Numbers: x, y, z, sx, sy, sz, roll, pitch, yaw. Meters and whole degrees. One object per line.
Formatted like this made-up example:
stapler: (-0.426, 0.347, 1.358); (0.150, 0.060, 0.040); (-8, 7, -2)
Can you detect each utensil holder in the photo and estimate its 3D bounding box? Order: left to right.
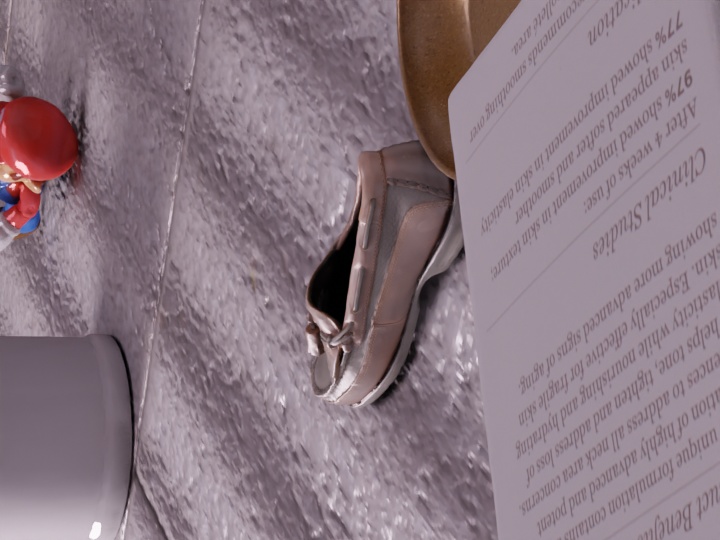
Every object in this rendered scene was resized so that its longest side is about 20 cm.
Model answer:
utensil holder: (-0.293, 0.130, 1.698); (0.170, 0.200, 0.170); (-177, 90, -69)

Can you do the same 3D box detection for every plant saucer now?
plant saucer: (0.068, -0.139, 0.996); (0.200, 0.035, 0.200); (-178, 90, -70)

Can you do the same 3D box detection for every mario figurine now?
mario figurine: (-0.314, -0.096, 1.910); (0.123, 0.106, 0.200); (52, 158, 8)

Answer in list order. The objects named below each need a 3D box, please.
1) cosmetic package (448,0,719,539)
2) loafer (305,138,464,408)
cosmetic package: (0.136, 0.006, 0.610); (0.167, 0.166, 0.200); (131, 138, -59)
loafer: (0.000, 0.000, 1.122); (0.200, 0.063, 0.072); (117, 148, -48)
